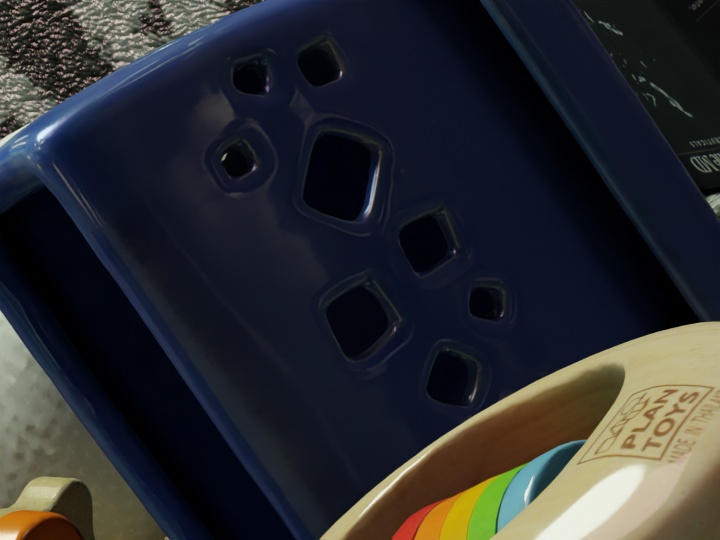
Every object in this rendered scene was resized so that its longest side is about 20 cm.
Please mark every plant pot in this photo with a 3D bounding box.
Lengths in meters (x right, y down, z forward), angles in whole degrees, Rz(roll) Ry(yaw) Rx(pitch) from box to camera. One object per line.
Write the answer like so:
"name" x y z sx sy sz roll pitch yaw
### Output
"plant pot" 0.000 0.000 0.877 0.179 0.201 0.200 -37 6 -17

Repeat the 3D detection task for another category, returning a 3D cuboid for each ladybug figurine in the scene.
"ladybug figurine" 0.048 0.079 0.649 0.136 0.072 0.200 -47 10 -33

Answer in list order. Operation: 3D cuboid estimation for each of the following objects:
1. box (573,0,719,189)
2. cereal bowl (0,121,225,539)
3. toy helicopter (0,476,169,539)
"box" 0.114 -0.143 1.067 0.124 0.197 0.200 -43 9 -11
"cereal bowl" -0.077 0.033 1.063 0.083 0.201 0.200 -6 32 47
"toy helicopter" -0.096 0.136 0.954 0.078 0.133 0.200 0 7 31
